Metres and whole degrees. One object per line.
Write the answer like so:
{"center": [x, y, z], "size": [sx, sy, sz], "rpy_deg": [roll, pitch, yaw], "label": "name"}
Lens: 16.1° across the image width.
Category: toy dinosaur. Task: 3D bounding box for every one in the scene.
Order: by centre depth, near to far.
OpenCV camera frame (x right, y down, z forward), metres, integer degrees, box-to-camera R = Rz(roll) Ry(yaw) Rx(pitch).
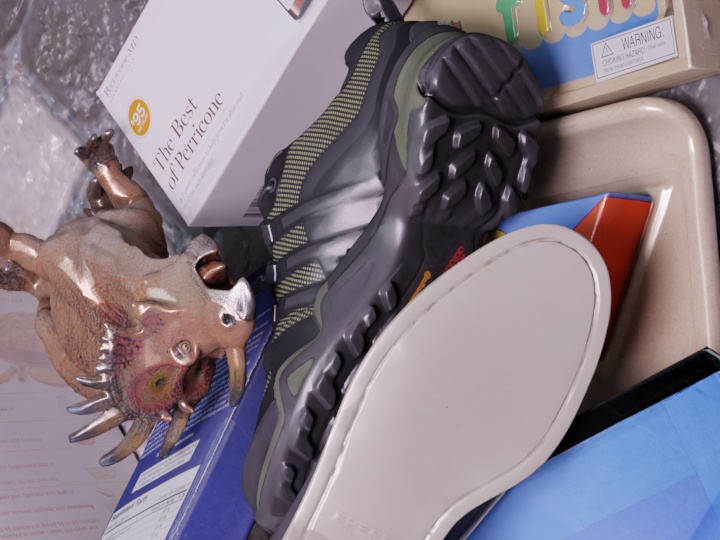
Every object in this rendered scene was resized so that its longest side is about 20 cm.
{"center": [-0.094, 0.025, 1.018], "size": [0.086, 0.200, 0.136], "rpy_deg": [-34, 75, -8], "label": "toy dinosaur"}

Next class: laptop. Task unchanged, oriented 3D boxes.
{"center": [0.073, 0.157, 0.850], "size": [0.177, 0.103, 0.201], "rpy_deg": [-33, 25, 42], "label": "laptop"}

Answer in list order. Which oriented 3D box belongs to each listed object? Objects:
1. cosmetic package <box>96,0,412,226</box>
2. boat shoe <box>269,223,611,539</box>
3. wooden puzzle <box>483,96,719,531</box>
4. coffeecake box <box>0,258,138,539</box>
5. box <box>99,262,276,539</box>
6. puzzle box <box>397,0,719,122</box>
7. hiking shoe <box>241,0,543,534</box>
{"center": [-0.027, -0.117, 0.994], "size": [0.083, 0.050, 0.201], "rpy_deg": [54, 126, 31], "label": "cosmetic package"}
{"center": [0.017, 0.067, 0.899], "size": [0.072, 0.063, 0.201], "rpy_deg": [32, 94, -6], "label": "boat shoe"}
{"center": [0.056, 0.049, 0.954], "size": [0.184, 0.046, 0.202], "rpy_deg": [-12, 83, 45], "label": "wooden puzzle"}
{"center": [-0.189, 0.078, 1.127], "size": [0.073, 0.153, 0.201], "rpy_deg": [-52, 57, 33], "label": "coffeecake box"}
{"center": [-0.066, 0.086, 1.015], "size": [0.121, 0.032, 0.201], "rpy_deg": [-32, 31, 62], "label": "box"}
{"center": [0.049, -0.119, 0.971], "size": [0.199, 0.025, 0.134], "rpy_deg": [-14, 80, 45], "label": "puzzle box"}
{"center": [0.000, 0.000, 0.948], "size": [0.101, 0.075, 0.201], "rpy_deg": [34, 105, 54], "label": "hiking shoe"}
